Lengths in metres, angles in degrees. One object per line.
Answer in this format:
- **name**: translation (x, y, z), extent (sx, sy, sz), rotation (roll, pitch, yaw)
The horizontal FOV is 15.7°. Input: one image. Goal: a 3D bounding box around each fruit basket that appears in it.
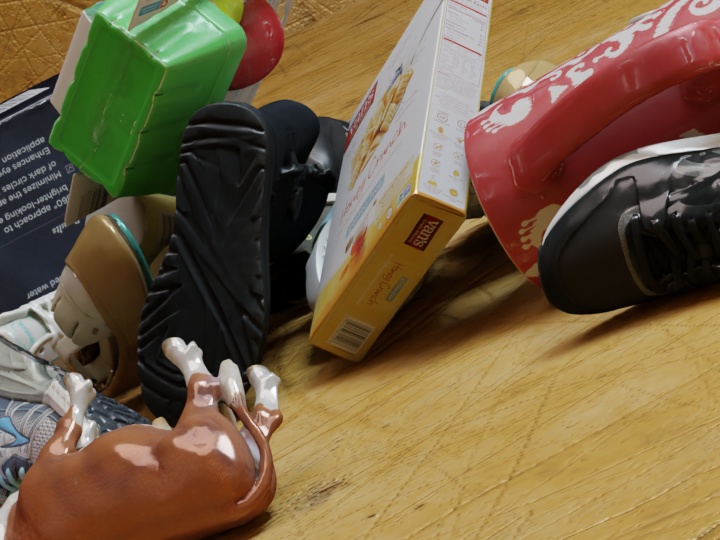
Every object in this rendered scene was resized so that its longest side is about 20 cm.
- **fruit basket**: translation (-0.106, -0.134, 1.635), extent (0.200, 0.093, 0.186), rotation (-42, -18, -51)

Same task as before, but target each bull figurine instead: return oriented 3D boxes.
- **bull figurine**: translation (-0.128, 0.107, 1.340), extent (0.199, 0.065, 0.122), rotation (-13, 47, 21)

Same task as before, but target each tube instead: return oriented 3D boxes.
- **tube**: translation (-0.110, -0.018, 1.755), extent (0.058, 0.052, 0.200), rotation (-20, -15, 27)

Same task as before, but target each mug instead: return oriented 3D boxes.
- **mug**: translation (0.156, -0.090, 1.423), extent (0.199, 0.177, 0.134), rotation (-26, 47, 22)

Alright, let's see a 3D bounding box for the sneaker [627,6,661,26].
- **sneaker**: translation (0.221, -0.132, 1.622), extent (0.088, 0.075, 0.200), rotation (-2, 8, -13)

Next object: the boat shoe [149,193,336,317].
- **boat shoe**: translation (-0.055, 0.000, 1.738), extent (0.201, 0.060, 0.072), rotation (-17, -38, -47)

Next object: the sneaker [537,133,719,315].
- **sneaker**: translation (0.181, -0.028, 1.308), extent (0.199, 0.076, 0.088), rotation (-24, 17, 9)

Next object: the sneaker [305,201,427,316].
- **sneaker**: translation (0.000, 0.000, 1.653), extent (0.082, 0.074, 0.200), rotation (-59, 1, 30)

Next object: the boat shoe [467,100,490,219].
- **boat shoe**: translation (0.083, -0.072, 1.647), extent (0.071, 0.072, 0.200), rotation (-8, -3, -1)

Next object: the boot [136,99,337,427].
- **boot**: translation (-0.071, -0.007, 1.602), extent (0.076, 0.202, 0.168), rotation (8, 3, 13)

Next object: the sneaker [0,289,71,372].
- **sneaker**: translation (-0.205, 0.049, 1.740), extent (0.200, 0.070, 0.080), rotation (-39, -23, -19)

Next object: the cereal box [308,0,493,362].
- **cereal box**: translation (0.025, -0.063, 1.543), extent (0.201, 0.039, 0.144), rotation (-82, 19, -45)

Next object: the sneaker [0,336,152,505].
- **sneaker**: translation (-0.177, 0.107, 1.532), extent (0.200, 0.077, 0.087), rotation (24, 87, 58)

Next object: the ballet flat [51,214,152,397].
- **ballet flat**: translation (-0.161, 0.033, 1.635), extent (0.063, 0.069, 0.200), rotation (-32, -22, -13)

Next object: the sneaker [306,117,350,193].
- **sneaker**: translation (0.012, -0.085, 1.887), extent (0.087, 0.076, 0.200), rotation (-14, 4, 14)

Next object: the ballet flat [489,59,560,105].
- **ballet flat**: translation (0.152, -0.083, 1.594), extent (0.063, 0.069, 0.199), rotation (25, 13, 35)

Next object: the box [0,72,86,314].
- **box**: translation (-0.216, -0.023, 1.848), extent (0.196, 0.201, 0.117), rotation (-29, 12, -19)
